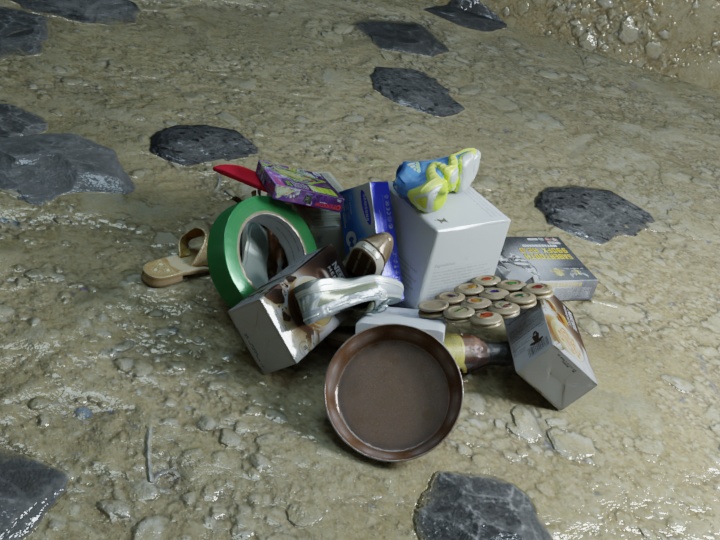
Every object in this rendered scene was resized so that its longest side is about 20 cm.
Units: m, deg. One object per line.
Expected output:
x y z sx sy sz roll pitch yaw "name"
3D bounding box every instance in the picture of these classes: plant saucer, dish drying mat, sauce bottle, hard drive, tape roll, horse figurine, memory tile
0.047 0.175 1.440 0.199 0.035 0.202 0 70 1 "plant saucer"
-0.160 -0.150 1.765 0.199 0.018 0.077 24 16 27 "dish drying mat"
0.149 0.133 1.610 0.199 0.066 0.066 3 32 -18 "sauce bottle"
0.068 0.085 1.579 0.131 0.026 0.200 6 6 6 "hard drive"
-0.154 -0.018 1.625 0.048 0.201 0.200 -20 4 42 "tape roll"
-0.168 -0.073 1.784 0.050 0.133 0.200 -10 25 -29 "horse figurine"
0.200 0.046 1.609 0.153 0.017 0.199 10 23 40 "memory tile"

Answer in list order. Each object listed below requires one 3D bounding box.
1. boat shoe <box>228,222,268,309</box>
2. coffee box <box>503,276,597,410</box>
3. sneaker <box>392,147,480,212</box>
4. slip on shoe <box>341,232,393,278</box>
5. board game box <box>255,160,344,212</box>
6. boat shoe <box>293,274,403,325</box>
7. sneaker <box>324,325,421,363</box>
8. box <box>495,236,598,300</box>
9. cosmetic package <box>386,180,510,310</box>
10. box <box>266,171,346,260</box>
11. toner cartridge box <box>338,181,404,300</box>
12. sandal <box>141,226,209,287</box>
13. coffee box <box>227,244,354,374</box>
-0.194 0.008 1.677 0.076 0.060 0.201 41 36 -30 "boat shoe"
0.303 0.116 1.646 0.114 0.080 0.200 42 23 -22 "coffee box"
0.124 -0.169 1.690 0.105 0.076 0.200 25 35 21 "sneaker"
0.000 0.000 1.643 0.076 0.200 0.061 39 58 8 "slip on shoe"
-0.106 -0.145 1.714 0.119 0.032 0.200 15 13 -18 "board game box"
-0.013 0.047 1.534 0.201 0.074 0.065 0 72 -44 "boat shoe"
0.013 0.136 1.554 0.070 0.076 0.199 -5 12 -44 "sneaker"
0.328 -0.005 1.925 0.199 0.049 0.159 -1 33 -23 "box"
0.127 -0.035 1.743 0.164 0.201 0.165 -9 38 -33 "cosmetic package"
-0.080 -0.086 1.830 0.127 0.109 0.200 -3 35 -27 "box"
0.016 -0.042 1.695 0.043 0.201 0.095 -5 -5 -38 "toner cartridge box"
-0.279 -0.037 1.707 0.077 0.070 0.211 31 34 26 "sandal"
-0.096 0.056 1.557 0.080 0.113 0.200 -21 13 39 "coffee box"
